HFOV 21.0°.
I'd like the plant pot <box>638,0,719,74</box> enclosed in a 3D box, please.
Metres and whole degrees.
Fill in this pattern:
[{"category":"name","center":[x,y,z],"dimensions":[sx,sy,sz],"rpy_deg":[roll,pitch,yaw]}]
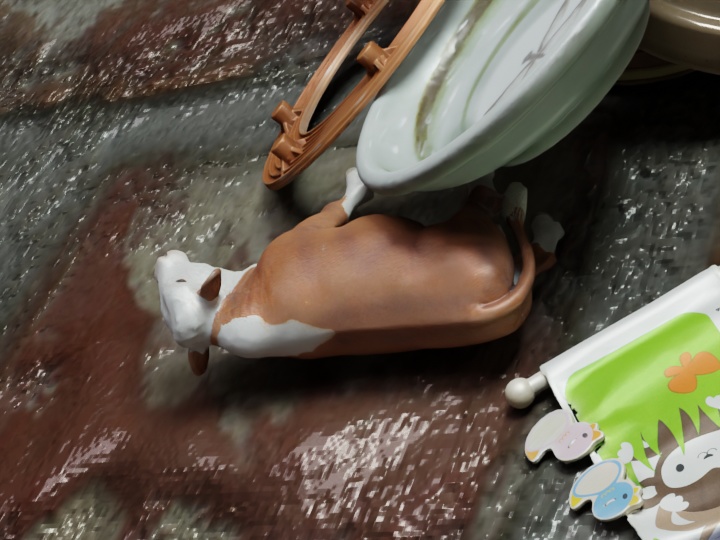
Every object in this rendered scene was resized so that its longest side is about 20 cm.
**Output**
[{"category":"plant pot","center":[0.201,-0.189,0.961],"dimensions":[0.198,0.093,0.202],"rpy_deg":[-2,42,2]}]

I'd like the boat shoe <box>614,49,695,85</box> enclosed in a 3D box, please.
[{"category":"boat shoe","center":[0.119,-0.148,1.041],"dimensions":[0.199,0.068,0.072],"rpy_deg":[15,52,45]}]

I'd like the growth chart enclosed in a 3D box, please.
[{"category":"growth chart","center":[0.152,0.062,0.790],"dimensions":[0.144,0.018,0.200],"rpy_deg":[-34,34,-8]}]

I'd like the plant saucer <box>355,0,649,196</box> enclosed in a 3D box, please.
[{"category":"plant saucer","center":[0.081,-0.104,0.902],"dimensions":[0.200,0.050,0.201],"rpy_deg":[-45,19,20]}]

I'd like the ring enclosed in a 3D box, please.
[{"category":"ring","center":[0.004,-0.129,1.050],"dimensions":[0.201,0.019,0.201],"rpy_deg":[-51,12,15]}]

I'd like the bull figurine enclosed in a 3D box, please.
[{"category":"bull figurine","center":[0.000,0.000,0.931],"dimensions":[0.198,0.066,0.122],"rpy_deg":[1,37,28]}]
